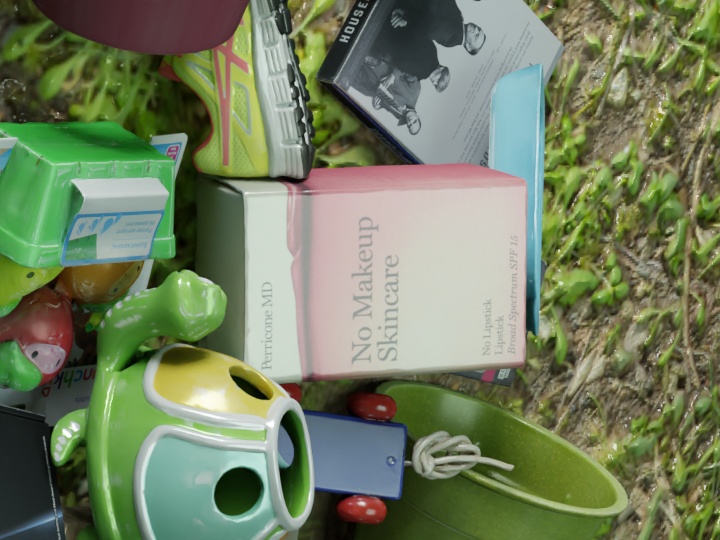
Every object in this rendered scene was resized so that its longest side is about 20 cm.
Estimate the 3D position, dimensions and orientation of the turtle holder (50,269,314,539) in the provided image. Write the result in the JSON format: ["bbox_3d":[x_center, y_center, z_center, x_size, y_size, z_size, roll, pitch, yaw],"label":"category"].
[{"bbox_3d":[-0.101,0.100,1.438,0.141,0.131,0.187,25,64,-68],"label":"turtle holder"}]

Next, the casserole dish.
[{"bbox_3d":[0.110,-0.051,1.662,0.121,0.038,0.202,79,14,-65],"label":"casserole dish"}]

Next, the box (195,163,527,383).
[{"bbox_3d":[0.000,0.000,1.545,0.198,0.109,0.129,-3,99,-20],"label":"box"}]

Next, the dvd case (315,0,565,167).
[{"bbox_3d":[0.061,-0.149,1.686,0.200,0.025,0.151,41,73,-47],"label":"dvd case"}]

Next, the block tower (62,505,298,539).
[{"bbox_3d":[-0.131,0.189,1.573,0.199,0.054,0.058,3,102,-47],"label":"block tower"}]

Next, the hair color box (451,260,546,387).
[{"bbox_3d":[0.043,0.018,1.696,0.199,0.060,0.101,14,92,-48],"label":"hair color box"}]

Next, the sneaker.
[{"bbox_3d":[-0.089,-0.151,1.489,0.078,0.090,0.202,-26,106,-80],"label":"sneaker"}]

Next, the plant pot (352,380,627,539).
[{"bbox_3d":[0.066,0.210,1.712,0.199,0.200,0.191,10,108,-48],"label":"plant pot"}]

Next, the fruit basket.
[{"bbox_3d":[-0.186,0.013,1.424,0.185,0.093,0.202,-4,113,-51],"label":"fruit basket"}]

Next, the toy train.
[{"bbox_3d":[-0.011,0.126,1.589,0.198,0.116,0.085,10,82,-25],"label":"toy train"}]

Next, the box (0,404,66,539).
[{"bbox_3d":[-0.223,0.172,1.331,0.160,0.043,0.202,25,51,-61],"label":"box"}]

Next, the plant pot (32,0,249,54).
[{"bbox_3d":[-0.115,-0.233,1.358,0.199,0.200,0.180,-17,131,-43],"label":"plant pot"}]
